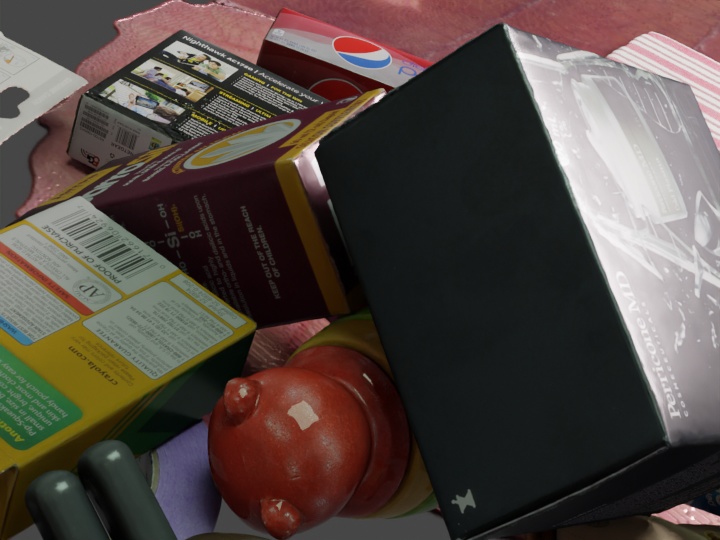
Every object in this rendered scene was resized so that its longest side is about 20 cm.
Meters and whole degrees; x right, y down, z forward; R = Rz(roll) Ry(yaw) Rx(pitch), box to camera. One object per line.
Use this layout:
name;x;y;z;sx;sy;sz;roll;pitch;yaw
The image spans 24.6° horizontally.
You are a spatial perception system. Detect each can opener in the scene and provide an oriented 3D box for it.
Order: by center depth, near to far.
can opener;-0.070;0.165;0.683;0.052;0.066;0.201;-28;89;-31

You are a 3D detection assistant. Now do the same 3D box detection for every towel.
towel;0.276;-0.146;1.421;0.146;0.030;0.200;32;32;17

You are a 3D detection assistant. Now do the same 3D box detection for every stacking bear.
stacking bear;-0.001;0.074;0.808;0.199;0.113;0.123;-14;89;-57

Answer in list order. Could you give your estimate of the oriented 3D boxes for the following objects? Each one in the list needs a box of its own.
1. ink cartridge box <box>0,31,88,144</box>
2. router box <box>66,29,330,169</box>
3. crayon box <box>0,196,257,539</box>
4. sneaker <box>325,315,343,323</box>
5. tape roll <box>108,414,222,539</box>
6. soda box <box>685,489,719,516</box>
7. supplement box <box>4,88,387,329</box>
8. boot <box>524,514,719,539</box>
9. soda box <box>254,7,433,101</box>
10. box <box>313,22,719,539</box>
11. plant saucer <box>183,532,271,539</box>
ink cartridge box;-0.299;-0.124;1.054;0.199;0.050;0.161;30;34;6
router box;-0.073;-0.080;1.105;0.199;0.051;0.149;27;32;9
crayon box;-0.158;0.045;0.763;0.125;0.052;0.200;34;35;20
sneaker;0.000;0.000;0.965;0.070;0.082;0.200;-41;71;-9
tape roll;-0.168;0.105;0.776;0.198;0.066;0.201;14;34;-10
soda box;0.171;0.081;0.928;0.199;0.065;0.068;17;50;33
supplement box;-0.077;-0.022;0.893;0.198;0.086;0.110;-11;18;32
boot;0.161;0.185;0.830;0.154;0.073;0.201;16;28;-12
soda box;0.020;-0.118;1.195;0.198;0.070;0.064;20;32;-1
box;0.105;0.011;0.787;0.196;0.123;0.202;3;62;-53
plant saucer;-0.015;0.192;0.668;0.200;0.032;0.201;46;24;-28
